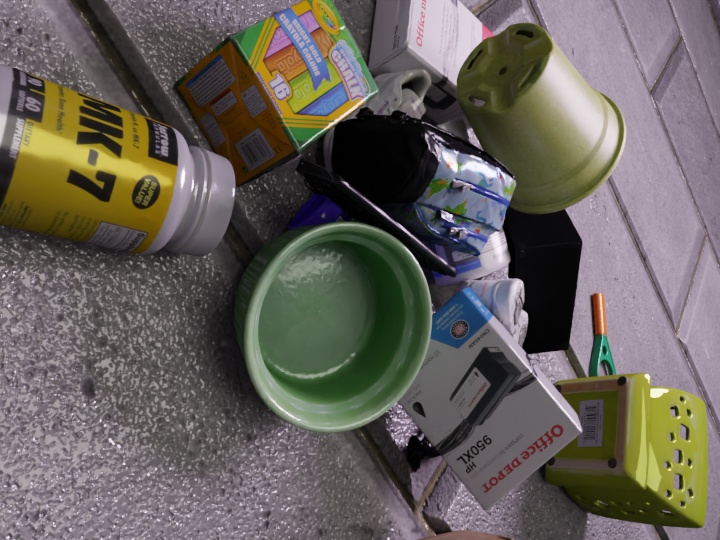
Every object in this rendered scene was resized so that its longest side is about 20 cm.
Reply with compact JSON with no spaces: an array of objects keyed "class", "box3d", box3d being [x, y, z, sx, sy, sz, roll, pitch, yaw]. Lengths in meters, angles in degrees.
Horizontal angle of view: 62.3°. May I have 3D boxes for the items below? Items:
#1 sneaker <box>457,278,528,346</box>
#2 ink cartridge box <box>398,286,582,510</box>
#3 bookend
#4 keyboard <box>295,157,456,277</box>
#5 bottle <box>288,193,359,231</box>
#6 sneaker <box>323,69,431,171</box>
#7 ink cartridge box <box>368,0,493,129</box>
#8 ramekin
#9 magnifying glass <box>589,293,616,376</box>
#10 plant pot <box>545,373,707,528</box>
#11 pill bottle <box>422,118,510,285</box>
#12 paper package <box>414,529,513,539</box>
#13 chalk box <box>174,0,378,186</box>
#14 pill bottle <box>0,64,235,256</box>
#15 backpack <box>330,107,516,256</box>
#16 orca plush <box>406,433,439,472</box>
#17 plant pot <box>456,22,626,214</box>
[{"class":"sneaker","box3d":[0.174,0.068,0.814,0.079,0.097,0.202,-61,151,-29]},{"class":"ink cartridge box","box3d":[0.136,0.144,0.694,0.201,0.144,0.084,49,12,10]},{"class":"bookend","box3d":[0.257,-0.017,0.916,0.202,0.090,0.202,-93,175,-51]},{"class":"keyboard","box3d":[0.009,-0.054,0.616,0.199,0.127,0.021,35,90,-38]},{"class":"bottle","box3d":[0.000,0.000,0.711,0.201,0.065,0.084,52,52,-22]},{"class":"sneaker","box3d":[0.022,-0.182,0.743,0.075,0.098,0.203,44,63,-32]},{"class":"ink cartridge box","box3d":[0.111,-0.317,0.871,0.198,0.083,0.148,23,66,-39]},{"class":"ramekin","box3d":[-0.034,0.049,0.606,0.195,0.097,0.206,-5,101,-25]},{"class":"magnifying glass","box3d":[0.463,0.146,1.145,0.078,0.022,0.206,14,73,-40]},{"class":"plant pot","box3d":[0.414,0.276,0.954,0.180,0.197,0.204,30,62,-27]},{"class":"pill bottle","box3d":[0.126,-0.092,0.816,0.113,0.112,0.205,-22,96,-43]},{"class":"paper package","box3d":[0.091,0.415,0.679,0.197,0.102,0.196,12,72,-41]},{"class":"chalk box","box3d":[-0.074,-0.207,0.650,0.200,0.123,0.125,-48,112,-40]},{"class":"pill bottle","box3d":[-0.213,-0.079,0.497,0.197,0.113,0.117,14,71,-40]},{"class":"backpack","box3d":[0.084,-0.096,0.676,0.196,0.162,0.158,-5,106,-38]},{"class":"orca plush","box3d":[0.137,0.183,0.794,0.198,0.070,0.108,-20,94,-43]},{"class":"plant pot","box3d":[0.223,-0.210,0.785,0.183,0.197,0.205,35,58,-43]}]
